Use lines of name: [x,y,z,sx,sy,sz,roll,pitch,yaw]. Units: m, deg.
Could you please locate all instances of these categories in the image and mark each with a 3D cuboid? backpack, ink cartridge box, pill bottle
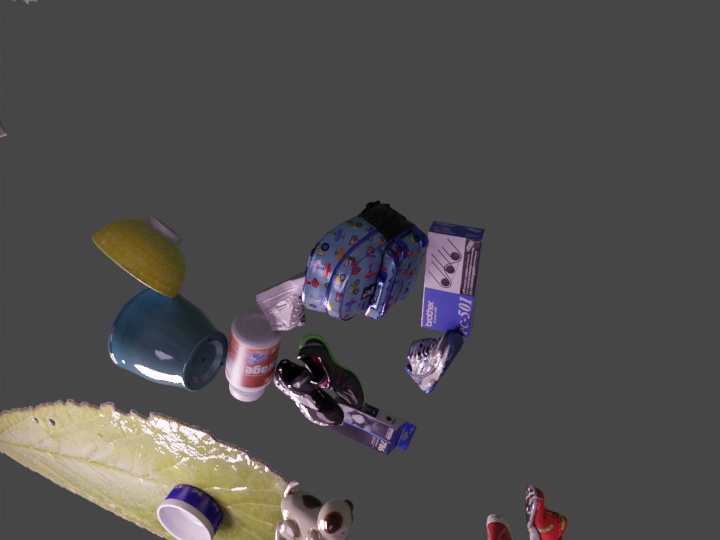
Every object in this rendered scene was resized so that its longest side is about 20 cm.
backpack: [0.000,0.000,0.866,0.134,0.199,0.185,34,128,22]
ink cartridge box: [0.024,0.359,1.190,0.197,0.039,0.101,21,125,9]
ink cartridge box: [0.163,0.018,0.920,0.092,0.044,0.203,11,124,18]
pill bottle: [-0.240,0.194,1.151,0.111,0.113,0.202,23,126,7]

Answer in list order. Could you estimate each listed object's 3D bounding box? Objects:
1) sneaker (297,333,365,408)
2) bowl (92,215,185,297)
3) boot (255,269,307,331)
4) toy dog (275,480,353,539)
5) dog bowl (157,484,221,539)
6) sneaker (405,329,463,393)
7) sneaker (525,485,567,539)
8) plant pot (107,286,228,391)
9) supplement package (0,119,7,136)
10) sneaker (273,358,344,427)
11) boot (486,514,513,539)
sneaker: [-0.069,0.232,1.121,0.076,0.084,0.200,-35,103,35]
bowl: [-0.432,-0.048,1.069,0.199,0.200,0.108,39,84,-4]
boot: [-0.124,0.061,1.040,0.198,0.073,0.097,-21,96,40]
toy dog: [-0.110,0.663,1.390,0.197,0.139,0.198,-7,81,27]
dog bowl: [-0.546,0.787,1.660,0.197,0.079,0.203,11,124,16]
sneaker: [0.129,0.166,0.988,0.085,0.077,0.201,36,145,14]
sneaker: [0.406,0.537,1.129,0.083,0.078,0.202,-6,128,19]
plant pot: [-0.398,0.158,1.116,0.186,0.200,0.203,22,127,22]
supplement package: [-0.873,-0.338,1.029,0.145,0.201,0.194,8,123,17]
sneaker: [-0.118,0.266,1.140,0.199,0.066,0.091,36,147,20]
boot: [0.334,0.697,1.205,0.071,0.145,0.202,-14,115,26]
